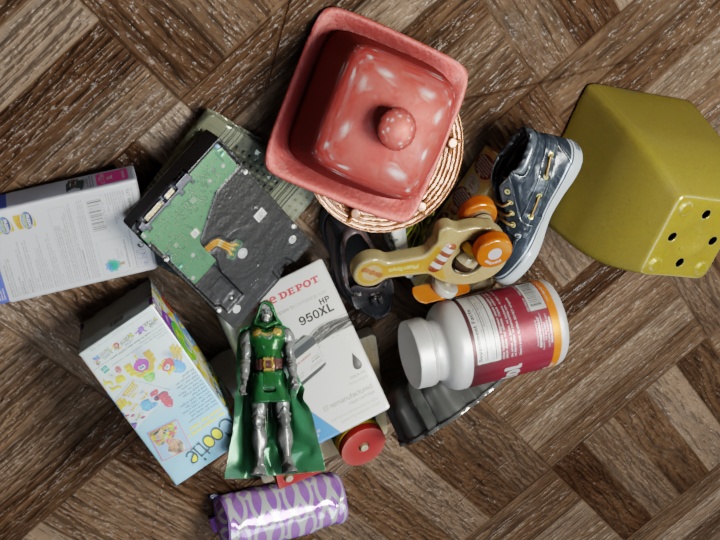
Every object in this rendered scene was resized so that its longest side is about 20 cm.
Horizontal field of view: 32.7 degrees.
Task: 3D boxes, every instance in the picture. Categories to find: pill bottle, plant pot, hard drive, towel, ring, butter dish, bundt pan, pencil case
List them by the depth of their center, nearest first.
[{"bbox_3d":[0.022,-0.161,1.334,0.197,0.148,0.202,20,96,-19],"label":"butter dish"},{"bbox_3d":[-0.158,-0.043,1.385,0.140,0.038,0.200,-49,134,-7],"label":"hard drive"},{"bbox_3d":[0.029,-0.143,1.428,0.197,0.019,0.204,-3,104,-14],"label":"ring"},{"bbox_3d":[-0.166,-0.075,1.429,0.192,0.035,0.200,31,109,-38],"label":"towel"},{"bbox_3d":[0.152,0.084,1.542,0.197,0.114,0.114,-12,130,-16],"label":"pill bottle"},{"bbox_3d":[0.374,-0.096,1.586,0.193,0.201,0.196,4,123,-30],"label":"plant pot"},{"bbox_3d":[0.112,0.149,1.667,0.201,0.202,0.076,-36,91,2],"label":"bundt pan"},{"bbox_3d":[-0.116,0.344,1.751,0.197,0.085,0.086,-7,164,-21],"label":"pencil case"}]

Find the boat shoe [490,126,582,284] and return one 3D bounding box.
[{"bbox_3d":[0.188,-0.082,1.515,0.090,0.071,0.202,14,111,-31],"label":"boat shoe"}]

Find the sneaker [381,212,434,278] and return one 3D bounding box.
[{"bbox_3d":[0.067,-0.074,1.516,0.083,0.075,0.202,-19,132,-7],"label":"sneaker"}]

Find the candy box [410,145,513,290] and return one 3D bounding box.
[{"bbox_3d":[0.157,-0.052,1.601,0.114,0.056,0.201,19,115,-37],"label":"candy box"}]

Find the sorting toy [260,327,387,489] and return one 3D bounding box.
[{"bbox_3d":[-0.052,0.203,1.679,0.196,0.070,0.202,-20,132,-14],"label":"sorting toy"}]

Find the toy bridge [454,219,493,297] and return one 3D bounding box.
[{"bbox_3d":[0.138,0.022,1.591,0.067,0.027,0.201,-32,132,2],"label":"toy bridge"}]

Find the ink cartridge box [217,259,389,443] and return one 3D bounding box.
[{"bbox_3d":[-0.073,0.108,1.503,0.143,0.202,0.084,-25,178,-10],"label":"ink cartridge box"}]

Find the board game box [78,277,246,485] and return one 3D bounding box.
[{"bbox_3d":[-0.233,0.130,1.451,0.104,0.103,0.201,-32,110,-1],"label":"board game box"}]

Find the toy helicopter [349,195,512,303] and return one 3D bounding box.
[{"bbox_3d":[0.083,-0.008,1.485,0.197,0.080,0.133,-8,138,-12],"label":"toy helicopter"}]

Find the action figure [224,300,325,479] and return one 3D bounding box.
[{"bbox_3d":[-0.106,0.134,1.424,0.116,0.204,0.055,-3,166,-7],"label":"action figure"}]

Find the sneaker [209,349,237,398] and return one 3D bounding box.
[{"bbox_3d":[-0.183,0.171,1.584,0.197,0.076,0.106,-20,135,-4],"label":"sneaker"}]

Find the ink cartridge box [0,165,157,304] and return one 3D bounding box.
[{"bbox_3d":[-0.332,-0.036,1.343,0.197,0.042,0.121,-15,127,-12],"label":"ink cartridge box"}]

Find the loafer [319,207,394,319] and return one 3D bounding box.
[{"bbox_3d":[0.000,0.000,1.551,0.071,0.063,0.201,-28,134,-5],"label":"loafer"}]
